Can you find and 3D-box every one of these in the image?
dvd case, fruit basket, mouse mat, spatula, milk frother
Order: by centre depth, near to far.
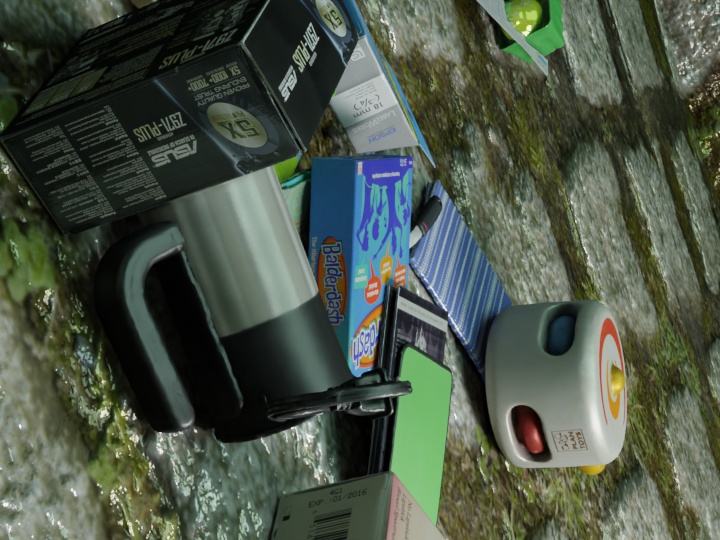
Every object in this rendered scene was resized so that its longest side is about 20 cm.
[{"bbox_3d":[-0.064,0.019,0.991,0.180,0.199,0.189,-36,108,-59],"label":"milk frother"},{"bbox_3d":[0.052,0.176,1.277,0.161,0.007,0.202,36,60,-66],"label":"mouse mat"},{"bbox_3d":[0.043,0.124,1.278,0.149,0.016,0.202,28,68,-67],"label":"dvd case"},{"bbox_3d":[0.052,-0.033,1.454,0.057,0.020,0.200,61,34,-14],"label":"spatula"},{"bbox_3d":[0.200,-0.389,1.943,0.199,0.093,0.186,31,45,-34],"label":"fruit basket"}]

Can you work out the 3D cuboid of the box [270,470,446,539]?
[{"bbox_3d":[0.019,0.275,1.110,0.200,0.108,0.128,54,31,-35],"label":"box"}]

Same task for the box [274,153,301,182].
[{"bbox_3d":[-0.094,-0.135,1.195,0.122,0.047,0.201,61,28,-28],"label":"box"}]

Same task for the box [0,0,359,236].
[{"bbox_3d":[-0.119,-0.126,0.959,0.086,0.199,0.164,60,28,-26],"label":"box"}]

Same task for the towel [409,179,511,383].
[{"bbox_3d":[0.112,0.015,1.571,0.201,0.024,0.145,56,32,-30],"label":"towel"}]

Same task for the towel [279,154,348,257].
[{"bbox_3d":[-0.048,-0.012,1.188,0.200,0.022,0.148,-34,126,-68],"label":"towel"}]

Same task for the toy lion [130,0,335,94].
[{"bbox_3d":[-0.090,-0.215,1.155,0.192,0.069,0.200,44,35,-12],"label":"toy lion"}]

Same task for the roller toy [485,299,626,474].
[{"bbox_3d":[0.227,0.129,1.566,0.182,0.139,0.202,15,71,-67],"label":"roller toy"}]

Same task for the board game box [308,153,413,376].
[{"bbox_3d":[0.000,0.000,1.230,0.152,0.045,0.202,-17,111,-69],"label":"board game box"}]

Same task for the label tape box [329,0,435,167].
[{"bbox_3d":[-0.007,-0.191,1.339,0.200,0.063,0.145,57,10,-50],"label":"label tape box"}]
